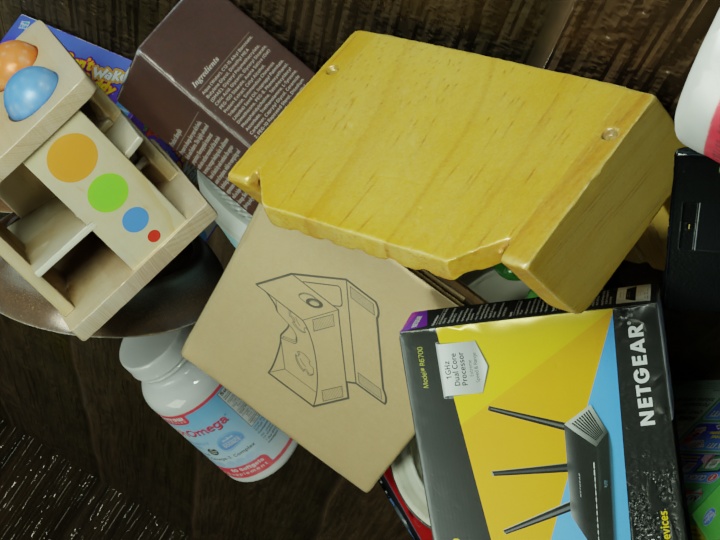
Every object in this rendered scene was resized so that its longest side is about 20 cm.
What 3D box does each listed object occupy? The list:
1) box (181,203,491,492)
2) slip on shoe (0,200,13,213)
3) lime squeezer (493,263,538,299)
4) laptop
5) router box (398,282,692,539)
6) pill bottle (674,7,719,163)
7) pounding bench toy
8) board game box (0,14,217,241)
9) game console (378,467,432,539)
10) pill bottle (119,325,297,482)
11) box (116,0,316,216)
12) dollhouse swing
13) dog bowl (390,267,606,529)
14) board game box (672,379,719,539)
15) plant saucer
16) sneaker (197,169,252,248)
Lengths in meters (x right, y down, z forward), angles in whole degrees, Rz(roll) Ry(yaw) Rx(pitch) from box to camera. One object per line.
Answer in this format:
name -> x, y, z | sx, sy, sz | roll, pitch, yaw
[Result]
box -> -0.019, 0.041, 1.061 | 0.163, 0.021, 0.200 | 36, 137, 3
slip on shoe -> -0.255, -0.073, 1.472 | 0.199, 0.061, 0.076 | 9, 118, 19
lime squeezer -> 0.095, 0.014, 1.046 | 0.038, 0.201, 0.071 | 0, 151, -39
laptop -> 0.251, 0.029, 0.829 | 0.199, 0.104, 0.177 | 4, 154, 10
router box -> 0.112, 0.116, 0.967 | 0.148, 0.201, 0.051 | -7, -167, 13
pill bottle -> 0.233, -0.057, 0.643 | 0.199, 0.111, 0.111 | 28, 161, 14
pounding bench toy -> -0.219, -0.082, 1.134 | 0.156, 0.124, 0.200 | 48, 179, -35
board game box -> -0.193, -0.105, 1.306 | 0.134, 0.045, 0.200 | 25, 160, 22
game console -> 0.001, 0.119, 1.247 | 0.177, 0.031, 0.200 | 57, 178, -34
pill bottle -> -0.154, 0.123, 1.713 | 0.108, 0.109, 0.200 | 10, 151, 48
box -> -0.055, -0.084, 1.070 | 0.200, 0.075, 0.100 | 39, 161, -5
dollhouse swing -> 0.071, -0.022, 0.932 | 0.199, 0.182, 0.176 | 18, 146, 35
dog bowl -> 0.109, 0.086, 1.092 | 0.074, 0.201, 0.200 | 23, 170, -35
board game box -> 0.204, 0.123, 1.100 | 0.029, 0.134, 0.200 | 55, 156, -13
plant saucer -> -0.198, -0.010, 1.258 | 0.200, 0.200, 0.032 | 22, 119, 28
sneaker -> -0.062, -0.008, 1.190 | 0.200, 0.074, 0.082 | 49, 140, 39
